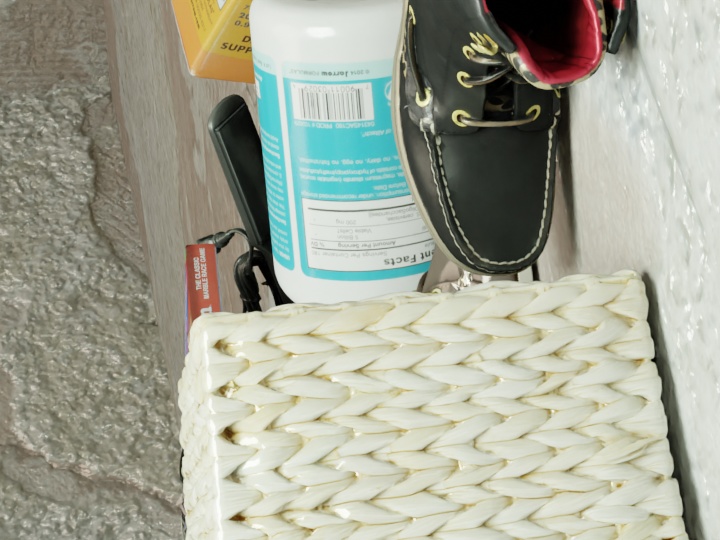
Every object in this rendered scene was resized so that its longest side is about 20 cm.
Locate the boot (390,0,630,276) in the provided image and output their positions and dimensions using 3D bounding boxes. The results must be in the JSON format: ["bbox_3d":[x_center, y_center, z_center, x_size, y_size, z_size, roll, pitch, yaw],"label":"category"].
[{"bbox_3d":[0.061,-0.089,0.915,0.151,0.073,0.202,-144,51,-77],"label":"boot"}]

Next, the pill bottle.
[{"bbox_3d":[0.005,-0.051,1.155,0.111,0.110,0.202,-121,24,-66],"label":"pill bottle"}]

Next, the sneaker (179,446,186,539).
[{"bbox_3d":[-0.186,0.277,2.715,0.087,0.073,0.202,102,163,-81],"label":"sneaker"}]

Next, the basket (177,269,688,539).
[{"bbox_3d":[0.020,0.102,0.935,0.198,0.198,0.162,123,140,-77],"label":"basket"}]

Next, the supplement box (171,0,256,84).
[{"bbox_3d":[-0.032,-0.185,1.179,0.200,0.066,0.069,-55,40,43],"label":"supplement box"}]

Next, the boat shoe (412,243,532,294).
[{"bbox_3d":[0.053,0.035,1.094,0.072,0.059,0.202,-144,46,-78],"label":"boat shoe"}]

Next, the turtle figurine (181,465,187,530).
[{"bbox_3d":[-0.059,0.183,1.659,0.194,0.143,0.201,89,172,-57],"label":"turtle figurine"}]

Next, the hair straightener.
[{"bbox_3d":[-0.051,-0.010,1.251,0.041,0.076,0.201,-52,-42,-40],"label":"hair straightener"}]

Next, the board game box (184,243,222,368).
[{"bbox_3d":[-0.086,0.085,1.240,0.201,0.019,0.104,97,167,-55],"label":"board game box"}]
